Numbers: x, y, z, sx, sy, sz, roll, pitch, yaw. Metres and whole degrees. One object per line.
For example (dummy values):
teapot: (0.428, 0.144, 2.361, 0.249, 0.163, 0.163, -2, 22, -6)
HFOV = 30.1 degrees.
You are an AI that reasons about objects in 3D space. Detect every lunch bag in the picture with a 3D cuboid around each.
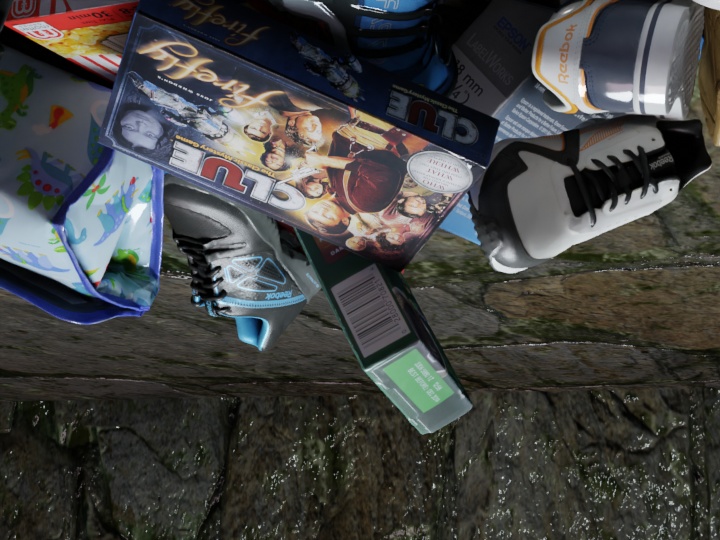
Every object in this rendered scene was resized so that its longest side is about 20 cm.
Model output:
lunch bag: (-0.227, -0.050, 0.911, 0.170, 0.128, 0.200, 25, 158, 12)

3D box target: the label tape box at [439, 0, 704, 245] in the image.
label tape box: (0.114, -0.111, 0.867, 0.200, 0.063, 0.144, -47, 149, 15)

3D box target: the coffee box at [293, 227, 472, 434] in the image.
coffee box: (0.000, 0.000, 0.886, 0.044, 0.200, 0.123, -31, 147, 5)

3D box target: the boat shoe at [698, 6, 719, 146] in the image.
boat shoe: (0.248, -0.134, 0.812, 0.069, 0.074, 0.200, -12, 168, 6)

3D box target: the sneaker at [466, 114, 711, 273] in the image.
sneaker: (0.136, -0.056, 0.783, 0.080, 0.074, 0.200, -8, -165, 42)

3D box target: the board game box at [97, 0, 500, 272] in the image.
board game box: (-0.040, -0.077, 0.753, 0.199, 0.035, 0.136, 23, 150, -8)

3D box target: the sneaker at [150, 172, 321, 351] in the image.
sneaker: (-0.098, -0.009, 0.994, 0.073, 0.082, 0.200, 23, 165, 41)

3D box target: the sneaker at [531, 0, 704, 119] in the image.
sneaker: (0.148, -0.125, 0.755, 0.079, 0.079, 0.200, 9, -171, 18)

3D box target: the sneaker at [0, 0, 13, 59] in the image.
sneaker: (-0.216, -0.123, 0.608, 0.200, 0.100, 0.070, -32, 172, -3)

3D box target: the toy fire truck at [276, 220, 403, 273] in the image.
toy fire truck: (-0.058, -0.031, 1.126, 0.200, 0.049, 0.141, 35, 167, 3)

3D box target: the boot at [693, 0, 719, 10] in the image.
boot: (0.155, -0.159, 0.664, 0.199, 0.074, 0.096, 0, 163, 7)

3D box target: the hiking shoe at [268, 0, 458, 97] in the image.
hiking shoe: (0.019, -0.143, 0.729, 0.086, 0.075, 0.200, -8, 159, 26)

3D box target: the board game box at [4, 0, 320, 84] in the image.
board game box: (-0.095, -0.146, 0.819, 0.151, 0.047, 0.200, -3, 168, 25)
